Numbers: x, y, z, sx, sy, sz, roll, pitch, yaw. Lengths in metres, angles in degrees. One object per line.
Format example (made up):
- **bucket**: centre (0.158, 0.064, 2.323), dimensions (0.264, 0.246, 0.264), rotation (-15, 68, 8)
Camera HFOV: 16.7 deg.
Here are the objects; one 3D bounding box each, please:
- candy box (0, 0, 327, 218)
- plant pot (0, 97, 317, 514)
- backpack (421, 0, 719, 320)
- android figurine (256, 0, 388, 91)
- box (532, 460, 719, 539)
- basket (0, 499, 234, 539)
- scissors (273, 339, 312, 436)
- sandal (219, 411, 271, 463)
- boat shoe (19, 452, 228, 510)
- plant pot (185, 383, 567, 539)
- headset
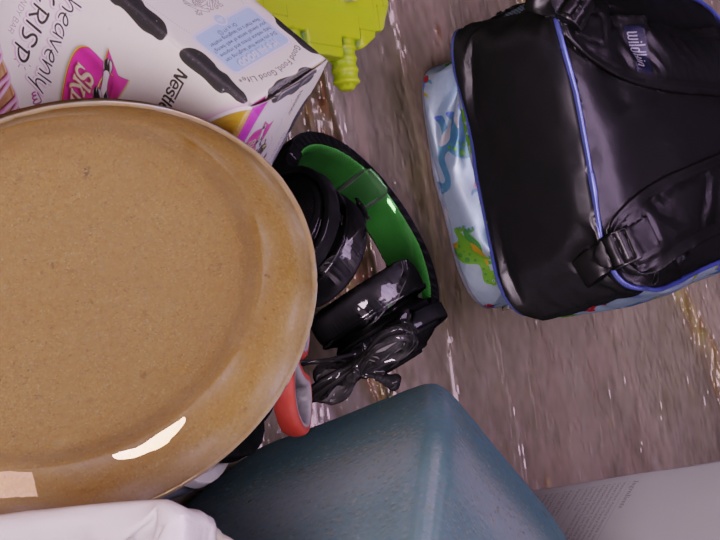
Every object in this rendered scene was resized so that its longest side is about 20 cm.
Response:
- **candy box**: centre (-0.127, -0.090, 1.010), dimensions (0.200, 0.137, 0.061), rotation (39, 39, 11)
- **plant pot**: centre (-0.115, 0.015, 0.948), dimensions (0.200, 0.200, 0.028), rotation (40, 14, -38)
- **backpack**: centre (0.137, -0.071, 1.405), dimensions (0.199, 0.146, 0.184), rotation (-13, 89, -49)
- **android figurine**: centre (-0.037, -0.194, 1.308), dimensions (0.182, 0.041, 0.201), rotation (6, 74, -51)
- **box**: centre (0.167, 0.185, 1.326), dimensions (0.125, 0.199, 0.098), rotation (60, 41, -20)
- **basket**: centre (-0.120, 0.178, 0.969), dimensions (0.123, 0.199, 0.136), rotation (35, 54, -49)
- **scissors**: centre (-0.036, 0.022, 1.060), dimensions (0.200, 0.014, 0.074), rotation (73, 19, -75)
- **sandal**: centre (-0.067, 0.048, 1.110), dimensions (0.076, 0.048, 0.200), rotation (68, 12, 4)
- **boat shoe**: centre (-0.119, 0.087, 1.104), dimensions (0.073, 0.062, 0.200), rotation (57, 20, 1)
- **plant pot**: centre (0.008, 0.171, 1.147), dimensions (0.196, 0.196, 0.201), rotation (50, 32, -31)
- **headset**: centre (0.000, 0.000, 1.233), dimensions (0.124, 0.094, 0.200), rotation (46, 28, -21)
